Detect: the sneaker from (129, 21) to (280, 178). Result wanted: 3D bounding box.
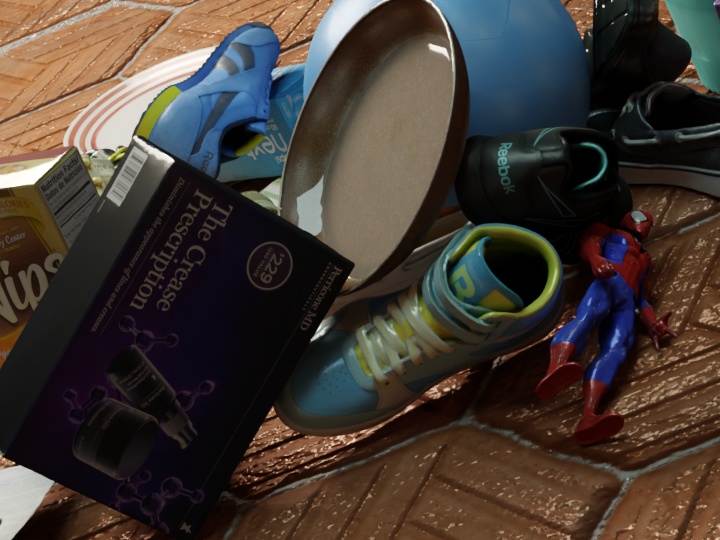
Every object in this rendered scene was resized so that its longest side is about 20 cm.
[{"bbox_3d":[-0.095,-0.120,1.578,0.078,0.066,0.200,28,35,8],"label":"sneaker"}]

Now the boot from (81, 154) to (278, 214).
[{"bbox_3d":[-0.160,-0.033,1.554,0.200,0.073,0.156,-34,51,13],"label":"boot"}]

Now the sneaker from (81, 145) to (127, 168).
[{"bbox_3d":[-0.180,-0.055,1.663,0.074,0.085,0.200,-39,20,-27],"label":"sneaker"}]

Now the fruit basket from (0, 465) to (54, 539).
[{"bbox_3d":[-0.287,0.183,1.343,0.185,0.094,0.200,-16,11,15],"label":"fruit basket"}]

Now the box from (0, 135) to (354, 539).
[{"bbox_3d":[-0.118,0.043,1.284,0.200,0.141,0.079,-60,30,2],"label":"box"}]

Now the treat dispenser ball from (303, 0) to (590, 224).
[{"bbox_3d":[0.060,-0.125,1.484,0.200,0.201,0.201,-19,26,10],"label":"treat dispenser ball"}]

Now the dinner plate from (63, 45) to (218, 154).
[{"bbox_3d":[-0.175,-0.146,1.929,0.200,0.024,0.200,-19,25,9],"label":"dinner plate"}]

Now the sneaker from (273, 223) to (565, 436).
[{"bbox_3d":[0.035,0.030,1.287,0.200,0.080,0.131,-28,-13,-8],"label":"sneaker"}]

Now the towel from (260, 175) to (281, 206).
[{"bbox_3d":[-0.034,-0.042,1.613,0.200,0.031,0.149,-36,26,-20],"label":"towel"}]

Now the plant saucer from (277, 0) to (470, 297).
[{"bbox_3d":[0.012,-0.075,1.333,0.200,0.032,0.201,-37,44,47],"label":"plant saucer"}]

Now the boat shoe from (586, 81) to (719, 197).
[{"bbox_3d":[0.210,-0.098,1.459,0.072,0.068,0.200,-34,27,-22],"label":"boat shoe"}]

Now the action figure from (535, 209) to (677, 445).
[{"bbox_3d":[0.153,0.021,1.286,0.052,0.065,0.200,-35,19,31],"label":"action figure"}]

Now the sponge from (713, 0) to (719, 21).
[{"bbox_3d":[0.340,-0.145,1.391,0.200,0.112,0.030,-3,34,37],"label":"sponge"}]

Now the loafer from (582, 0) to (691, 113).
[{"bbox_3d":[0.197,-0.159,1.493,0.072,0.073,0.200,3,-10,1],"label":"loafer"}]

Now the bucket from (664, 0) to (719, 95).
[{"bbox_3d":[0.311,-0.225,1.542,0.207,0.135,0.207,-18,27,10],"label":"bucket"}]

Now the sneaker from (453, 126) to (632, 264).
[{"bbox_3d":[0.136,-0.049,1.347,0.079,0.076,0.200,-15,-10,30],"label":"sneaker"}]

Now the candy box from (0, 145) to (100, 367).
[{"bbox_3d":[-0.207,0.019,1.431,0.115,0.200,0.055,-6,30,34],"label":"candy box"}]

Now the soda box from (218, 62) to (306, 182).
[{"bbox_3d":[-0.088,-0.117,1.712,0.064,0.068,0.200,-40,20,-30],"label":"soda box"}]

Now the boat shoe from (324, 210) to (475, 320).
[{"bbox_3d":[0.000,0.000,1.445,0.199,0.070,0.071,-13,28,21],"label":"boat shoe"}]
